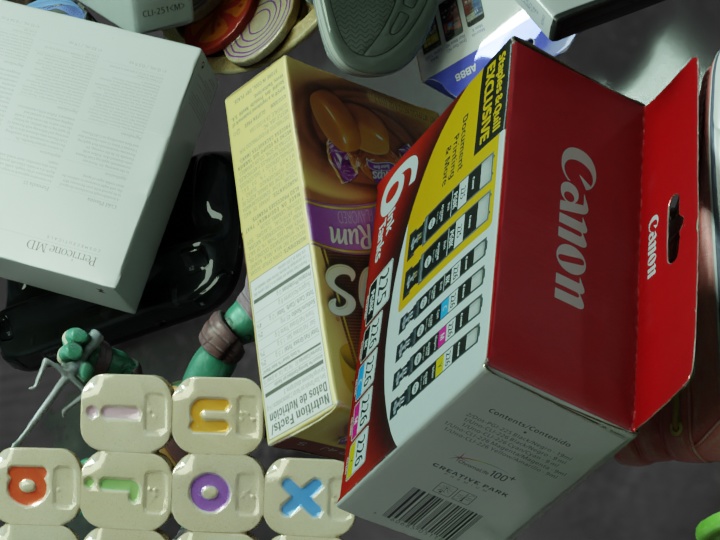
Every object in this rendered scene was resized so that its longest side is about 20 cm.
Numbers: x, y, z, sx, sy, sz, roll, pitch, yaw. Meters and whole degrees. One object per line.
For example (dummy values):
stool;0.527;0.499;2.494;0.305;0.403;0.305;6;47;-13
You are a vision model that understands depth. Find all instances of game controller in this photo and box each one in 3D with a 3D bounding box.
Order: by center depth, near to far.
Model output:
game controller;-0.145;-0.006;1.330;0.199;0.042;0.105;-18;49;36

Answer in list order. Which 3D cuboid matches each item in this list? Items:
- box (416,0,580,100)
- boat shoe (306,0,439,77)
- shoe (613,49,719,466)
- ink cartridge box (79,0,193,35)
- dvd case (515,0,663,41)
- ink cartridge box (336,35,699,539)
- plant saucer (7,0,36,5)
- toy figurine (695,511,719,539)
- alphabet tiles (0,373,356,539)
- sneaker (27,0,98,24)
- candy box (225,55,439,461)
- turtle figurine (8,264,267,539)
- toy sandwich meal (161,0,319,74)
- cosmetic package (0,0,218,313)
box;0.075;-0.185;1.191;0.119;0.041;0.201;-28;60;32
boat shoe;0.002;-0.192;1.192;0.065;0.074;0.204;122;146;-65
shoe;0.155;-0.008;1.028;0.090;0.071;0.202;-11;71;36
ink cartridge box;-0.162;-0.250;1.334;0.200;0.043;0.175;-144;44;-58
dvd case;0.100;-0.203;1.104;0.200;0.142;0.018;53;153;32
ink cartridge box;0.074;0.002;1.017;0.176;0.083;0.201;-47;27;44
plant saucer;-0.289;-0.157;1.491;0.199;0.029;0.202;-6;82;45
toy figurine;0.226;0.166;0.877;0.200;0.149;0.186;-37;60;54
alphabet tiles;-0.098;0.155;1.153;0.194;0.015;0.202;1;90;6
sneaker;-0.241;-0.105;1.384;0.199;0.078;0.076;-28;101;25
candy box;0.000;0.000;1.132;0.056;0.116;0.202;-31;56;38
turtle figurine;-0.106;0.088;1.207;0.200;0.101;0.150;-38;86;10
toy sandwich meal;-0.070;-0.218;1.311;0.204;0.070;0.207;-17;64;37
cosmetic package;-0.201;-0.075;1.283;0.198;0.052;0.152;15;72;15
